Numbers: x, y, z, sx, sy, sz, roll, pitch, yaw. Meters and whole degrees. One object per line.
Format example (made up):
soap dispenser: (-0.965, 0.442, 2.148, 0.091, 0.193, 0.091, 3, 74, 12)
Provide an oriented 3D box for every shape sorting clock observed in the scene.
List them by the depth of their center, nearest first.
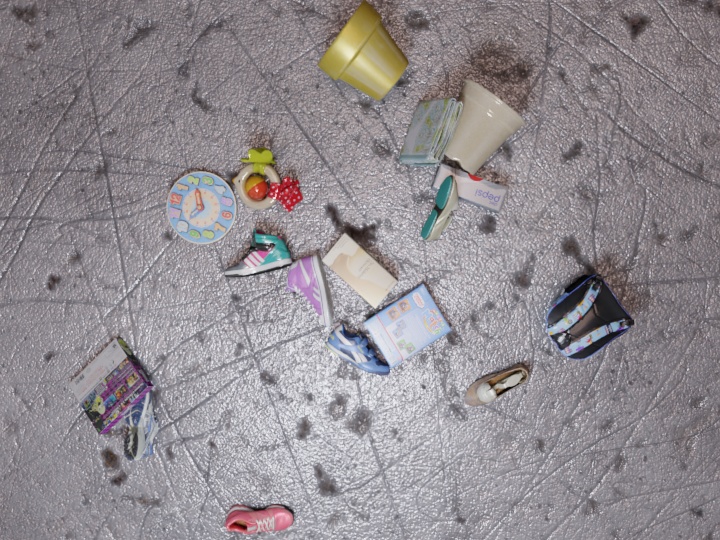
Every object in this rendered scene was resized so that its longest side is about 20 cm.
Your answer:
shape sorting clock: (-0.447, -0.176, 1.588, 0.196, 0.039, 0.204, 0, 93, 3)

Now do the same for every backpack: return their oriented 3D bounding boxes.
backpack: (0.586, 0.130, 1.503, 0.199, 0.135, 0.183, -38, 90, 3)

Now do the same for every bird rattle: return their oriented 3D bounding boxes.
bird rattle: (-0.263, -0.240, 1.567, 0.162, 0.113, 0.201, -32, 104, 15)

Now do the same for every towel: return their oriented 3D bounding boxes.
towel: (0.180, -0.360, 1.479, 0.048, 0.200, 0.174, 20, 92, -26)

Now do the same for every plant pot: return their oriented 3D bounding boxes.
plant pot: (0.298, -0.364, 1.481, 0.199, 0.200, 0.185, 36, 104, 1)
plant pot: (0.018, -0.560, 1.484, 0.188, 0.201, 0.202, 36, 94, -15)

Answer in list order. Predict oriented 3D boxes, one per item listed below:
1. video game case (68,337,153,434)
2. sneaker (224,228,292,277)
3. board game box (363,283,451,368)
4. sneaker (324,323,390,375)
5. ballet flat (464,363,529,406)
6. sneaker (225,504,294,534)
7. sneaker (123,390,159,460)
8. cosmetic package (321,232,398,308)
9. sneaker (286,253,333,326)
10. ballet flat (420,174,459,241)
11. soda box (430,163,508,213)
video game case: (-0.707, 0.325, 1.599, 0.200, 0.036, 0.182, -43, 73, 4)
sneaker: (-0.293, -0.053, 1.565, 0.197, 0.084, 0.123, -13, 85, 11)
board game box: (0.130, 0.154, 1.575, 0.198, 0.037, 0.153, -32, 91, 4)
sneaker: (0.001, 0.223, 1.567, 0.198, 0.074, 0.083, 29, 91, 0)
ballet flat: (0.376, 0.316, 1.554, 0.198, 0.067, 0.069, -32, 90, 4)
sneaker: (-0.287, 0.715, 1.592, 0.196, 0.087, 0.075, -1, 93, 3)
sneaker: (-0.618, 0.435, 1.609, 0.076, 0.085, 0.203, -7, 71, 27)
cosmetic package: (0.000, 0.000, 1.557, 0.199, 0.071, 0.106, 40, 93, 1)
sneaker: (-0.144, 0.066, 1.572, 0.113, 0.073, 0.204, -16, 81, 7)
ballet flat: (0.225, -0.163, 1.512, 0.069, 0.070, 0.202, 25, 124, 2)
soda box: (0.295, -0.223, 1.538, 0.197, 0.063, 0.069, 21, 93, 2)
